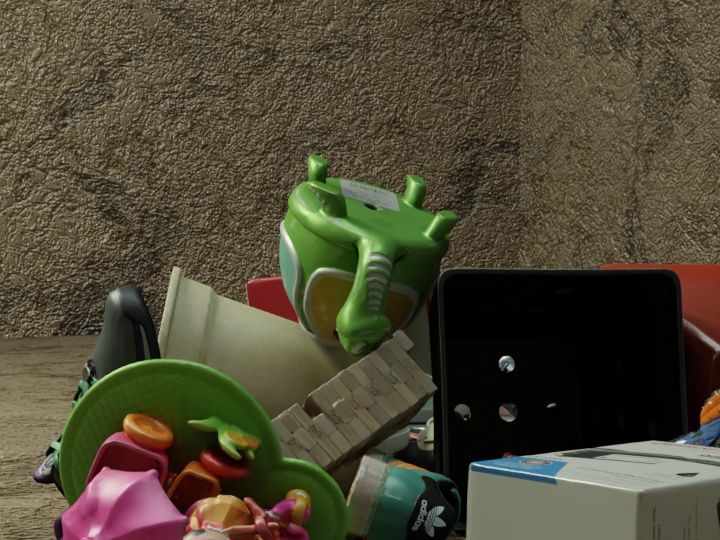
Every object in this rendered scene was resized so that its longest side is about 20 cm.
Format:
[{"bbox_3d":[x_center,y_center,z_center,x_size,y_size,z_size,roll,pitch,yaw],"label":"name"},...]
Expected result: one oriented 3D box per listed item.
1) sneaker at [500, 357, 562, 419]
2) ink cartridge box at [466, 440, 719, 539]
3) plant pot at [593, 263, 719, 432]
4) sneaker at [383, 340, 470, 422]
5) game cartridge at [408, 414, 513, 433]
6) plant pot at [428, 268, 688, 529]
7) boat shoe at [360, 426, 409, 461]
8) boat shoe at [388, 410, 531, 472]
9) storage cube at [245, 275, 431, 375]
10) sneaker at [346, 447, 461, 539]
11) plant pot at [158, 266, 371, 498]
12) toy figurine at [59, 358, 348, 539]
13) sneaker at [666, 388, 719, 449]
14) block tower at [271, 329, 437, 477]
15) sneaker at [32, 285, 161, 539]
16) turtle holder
[{"bbox_3d":[0.171,0.124,1.621,0.200,0.070,0.082,33,16,36],"label":"sneaker"},{"bbox_3d":[0.187,0.164,1.106,0.199,0.085,0.144,0,2,-44],"label":"ink cartridge box"},{"bbox_3d":[0.319,0.109,1.442,0.199,0.201,0.176,0,11,-14],"label":"plant pot"},{"bbox_3d":[0.044,0.094,1.726,0.200,0.119,0.074,0,0,-39],"label":"sneaker"},{"bbox_3d":[0.109,0.171,1.724,0.199,0.042,0.133,2,-2,34],"label":"game cartridge"},{"bbox_3d":[0.145,0.110,1.397,0.199,0.201,0.177,0,-8,-9],"label":"plant pot"},{"bbox_3d":[-0.047,0.151,1.549,0.199,0.062,0.072,-13,8,-30],"label":"boat shoe"},{"bbox_3d":[0.092,0.161,1.570,0.071,0.063,0.200,-3,2,-34],"label":"boat shoe"},{"bbox_3d":[-0.015,0.086,1.941,0.179,0.201,0.171,-6,1,13],"label":"storage cube"},{"bbox_3d":[0.030,0.174,1.224,0.080,0.072,0.200,20,-3,3],"label":"sneaker"},{"bbox_3d":[-0.089,0.114,1.429,0.182,0.202,0.200,12,1,-6],"label":"plant pot"},{"bbox_3d":[-0.107,0.163,1.034,0.199,0.151,0.184,25,15,-3],"label":"toy figurine"},{"bbox_3d":[0.264,0.147,1.223,0.075,0.079,0.200,-14,-28,-23],"label":"sneaker"},{"bbox_3d":[-0.029,0.124,1.262,0.200,0.058,0.054,-35,-15,-32],"label":"block tower"},{"bbox_3d":[-0.179,0.110,1.148,0.087,0.201,0.074,-5,20,-16],"label":"sneaker"},{"bbox_3d":[0.007,-0.001,1.376,0.140,0.132,0.185,3,23,-37],"label":"turtle holder"}]
